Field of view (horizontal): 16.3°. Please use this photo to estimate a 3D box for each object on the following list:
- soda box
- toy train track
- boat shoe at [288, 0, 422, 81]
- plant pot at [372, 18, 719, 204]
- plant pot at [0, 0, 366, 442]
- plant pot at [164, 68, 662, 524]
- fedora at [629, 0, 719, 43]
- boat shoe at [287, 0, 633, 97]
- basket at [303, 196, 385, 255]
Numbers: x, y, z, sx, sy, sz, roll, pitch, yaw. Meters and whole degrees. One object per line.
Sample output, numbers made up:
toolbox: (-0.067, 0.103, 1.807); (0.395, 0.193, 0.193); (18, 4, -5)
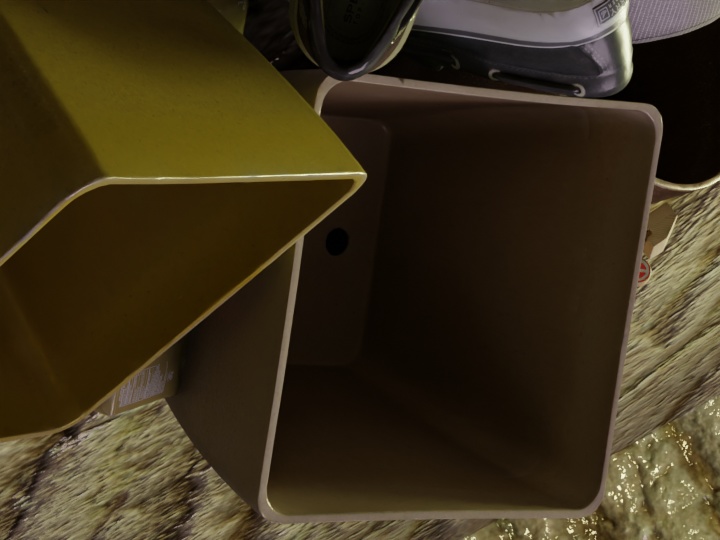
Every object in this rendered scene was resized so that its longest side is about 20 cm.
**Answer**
soda box: (-0.109, -0.041, 1.145); (0.064, 0.067, 0.201); (-15, 118, -64)
toy train track: (0.091, 0.033, 1.340); (0.200, 0.033, 0.115); (-33, 165, -10)
boat shoe: (0.017, -0.171, 1.012); (0.066, 0.071, 0.202); (-110, -147, -72)
plant pot: (0.079, -0.096, 1.406); (0.200, 0.188, 0.187); (-27, 172, 40)
plant pot: (-0.155, -0.052, 1.028); (0.200, 0.177, 0.200); (-39, 163, 26)
plant pot: (0.000, 0.000, 1.213); (0.199, 0.201, 0.177); (3, -171, -36)
fedora: (0.144, -0.175, 1.224); (0.200, 0.177, 0.091); (-32, 123, -18)
boat shoe: (0.039, -0.119, 1.164); (0.069, 0.199, 0.057); (-45, 133, -31)
basket: (-0.051, 0.024, 1.415); (0.180, 0.136, 0.200); (-45, -150, -21)
